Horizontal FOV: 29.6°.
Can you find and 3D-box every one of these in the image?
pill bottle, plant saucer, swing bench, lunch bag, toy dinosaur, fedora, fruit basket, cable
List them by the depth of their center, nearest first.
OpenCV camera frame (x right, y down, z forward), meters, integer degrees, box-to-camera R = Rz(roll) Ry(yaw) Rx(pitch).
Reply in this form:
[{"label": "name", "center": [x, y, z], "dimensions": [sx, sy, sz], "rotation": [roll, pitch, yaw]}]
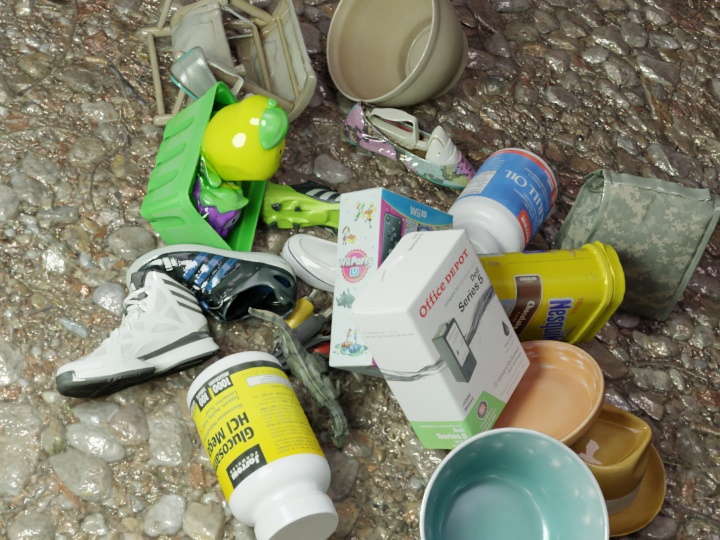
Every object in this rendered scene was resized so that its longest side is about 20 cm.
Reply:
[{"label": "pill bottle", "center": [-0.099, 0.193, 1.427], "dimensions": [0.112, 0.113, 0.201], "rotation": [-9, 52, -28]}, {"label": "toy dinosaur", "center": [-0.062, 0.102, 1.516], "dimensions": [0.201, 0.047, 0.088], "rotation": [56, 7, -19]}, {"label": "plant saucer", "center": [0.185, 0.158, 1.562], "dimensions": [0.199, 0.038, 0.201], "rotation": [-17, 31, 11]}, {"label": "fedora", "center": [0.274, 0.211, 1.575], "dimensions": [0.199, 0.082, 0.202], "rotation": [11, 46, -12]}, {"label": "cable", "center": [-0.091, 0.106, 1.579], "dimensions": [0.199, 0.050, 0.097], "rotation": [-35, 84, -27]}, {"label": "fruit basket", "center": [-0.149, -0.128, 1.624], "dimensions": [0.214, 0.156, 0.217], "rotation": [-20, 43, 20]}, {"label": "lunch bag", "center": [0.355, -0.049, 1.766], "dimensions": [0.163, 0.201, 0.118], "rotation": [12, 46, -9]}, {"label": "pill bottle", "center": [0.173, -0.064, 1.772], "dimensions": [0.112, 0.113, 0.200], "rotation": [30, 46, 7]}, {"label": "swing bench", "center": [-0.179, -0.293, 1.841], "dimensions": [0.198, 0.130, 0.200], "rotation": [6, 46, -23]}]

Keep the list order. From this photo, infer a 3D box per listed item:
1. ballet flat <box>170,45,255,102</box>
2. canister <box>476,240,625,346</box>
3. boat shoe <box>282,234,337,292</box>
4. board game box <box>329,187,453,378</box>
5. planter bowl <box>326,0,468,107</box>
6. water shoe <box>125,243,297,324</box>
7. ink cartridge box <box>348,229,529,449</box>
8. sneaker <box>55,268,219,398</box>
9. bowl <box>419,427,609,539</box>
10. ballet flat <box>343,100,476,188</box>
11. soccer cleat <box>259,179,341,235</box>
[{"label": "ballet flat", "center": [-0.161, -0.210, 1.734], "dimensions": [0.200, 0.064, 0.067], "rotation": [43, 3, -43]}, {"label": "canister", "center": [0.201, 0.035, 1.667], "dimensions": [0.198, 0.149, 0.087], "rotation": [-3, 59, -21]}, {"label": "boat shoe", "center": [0.000, 0.000, 1.677], "dimensions": [0.199, 0.066, 0.072], "rotation": [30, 45, 7]}, {"label": "board game box", "center": [0.039, 0.021, 1.572], "dimensions": [0.147, 0.064, 0.202], "rotation": [16, 72, -50]}, {"label": "planter bowl", "center": [0.068, -0.317, 1.929], "dimensions": [0.134, 0.200, 0.201], "rotation": [16, 38, -45]}, {"label": "water shoe", "center": [-0.171, 0.018, 1.573], "dimensions": [0.198, 0.072, 0.079], "rotation": [-1, 42, -8]}, {"label": "ink cartridge box", "center": [0.091, 0.076, 1.513], "dimensions": [0.084, 0.201, 0.146], "rotation": [-4, 36, 40]}, {"label": "sneaker", "center": [-0.257, 0.065, 1.488], "dimensions": [0.200, 0.076, 0.116], "rotation": [-14, 79, -42]}, {"label": "bowl", "center": [0.150, 0.272, 1.429], "dimensions": [0.199, 0.105, 0.203], "rotation": [2, 75, -8]}, {"label": "ballet flat", "center": [0.073, -0.176, 1.865], "dimensions": [0.199, 0.071, 0.069], "rotation": [24, 44, 1]}, {"label": "soccer cleat", "center": [-0.035, -0.080, 1.743], "dimensions": [0.198, 0.068, 0.081], "rotation": [9, 34, -13]}]
